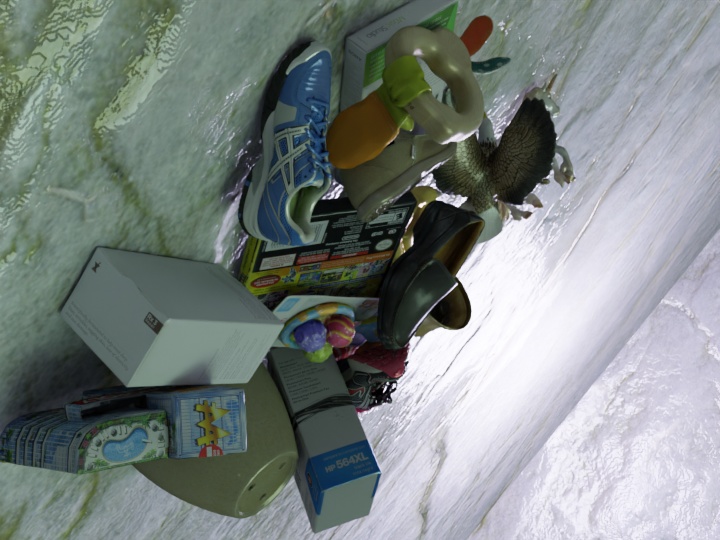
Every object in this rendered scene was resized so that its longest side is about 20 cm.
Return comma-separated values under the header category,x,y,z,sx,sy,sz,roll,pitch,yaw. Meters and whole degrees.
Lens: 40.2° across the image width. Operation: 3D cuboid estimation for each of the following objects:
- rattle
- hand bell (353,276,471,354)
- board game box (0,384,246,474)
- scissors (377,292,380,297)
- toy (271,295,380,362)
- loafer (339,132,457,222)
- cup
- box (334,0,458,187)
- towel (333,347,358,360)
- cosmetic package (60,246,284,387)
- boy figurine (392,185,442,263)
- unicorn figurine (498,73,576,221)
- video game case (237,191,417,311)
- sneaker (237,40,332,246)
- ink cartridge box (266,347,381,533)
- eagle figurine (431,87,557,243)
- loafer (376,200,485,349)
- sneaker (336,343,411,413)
category,x,y,z,sx,sy,sz,roll,pitch,yaw
rattle,0.065,-0.183,1.032,0.144,0.129,0.201,-57,-177,38
hand bell,0.048,0.083,1.324,0.103,0.105,0.200,-17,160,-50
board game box,-0.211,0.146,0.946,0.198,0.198,0.063,-2,87,-47
scissors,0.008,0.057,1.332,0.073,0.014,0.200,-46,177,-29
toy,-0.034,0.077,1.176,0.198,0.048,0.115,-1,146,-44
loafer,0.043,-0.121,1.074,0.075,0.069,0.200,-37,-178,36
cup,-0.157,0.210,1.179,0.199,0.143,0.202,-38,153,-24
box,0.037,-0.195,1.085,0.144,0.036,0.202,-35,152,-30
towel,0.007,0.100,1.422,0.199,0.022,0.145,-39,164,-26
cosmetic package,-0.178,0.048,0.962,0.082,0.113,0.199,-56,153,13
boy figurine,0.069,-0.058,1.282,0.126,0.064,0.200,-59,156,-10
unicorn figurine,0.240,-0.165,1.387,0.199,0.138,0.074,-39,173,8
video game case,-0.047,-0.008,1.127,0.197,0.026,0.182,-10,139,-31
sneaker,-0.055,-0.119,0.959,0.075,0.076,0.203,-9,118,-53
ink cartridge box,-0.052,0.208,1.259,0.083,0.202,0.147,-14,150,-15
eagle figurine,0.164,-0.144,1.270,0.151,0.152,0.200,-34,165,-2
loafer,0.082,0.005,1.176,0.073,0.071,0.202,44,64,-46
sneaker,0.021,0.136,1.246,0.079,0.076,0.200,-15,173,-17
